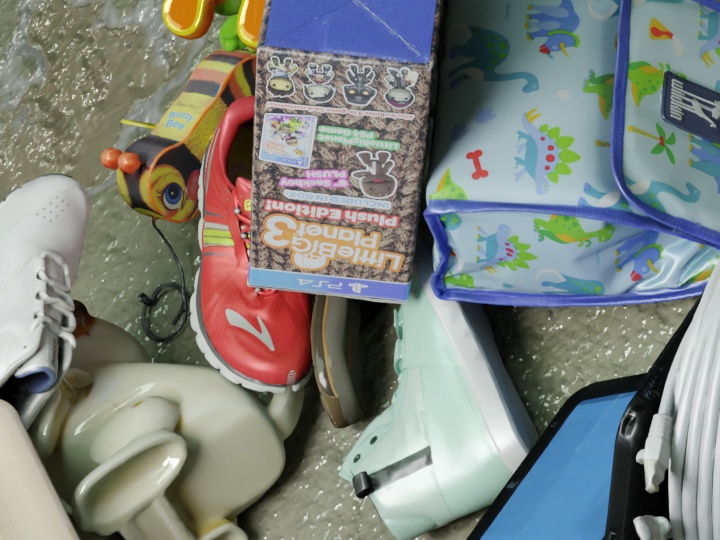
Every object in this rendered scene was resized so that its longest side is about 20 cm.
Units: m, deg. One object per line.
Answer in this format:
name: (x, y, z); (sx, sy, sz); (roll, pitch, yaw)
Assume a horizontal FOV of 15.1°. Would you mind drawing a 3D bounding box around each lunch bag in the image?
lunch bag: (0.142, -0.074, 1.557); (0.199, 0.128, 0.171); (4, 59, 6)

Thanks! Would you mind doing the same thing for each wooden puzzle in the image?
wooden puzzle: (-0.242, 0.178, 1.615); (0.200, 0.186, 0.046); (-17, 11, 46)

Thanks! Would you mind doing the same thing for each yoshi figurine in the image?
yoshi figurine: (-0.043, -0.156, 1.747); (0.112, 0.200, 0.113); (-34, 79, 25)

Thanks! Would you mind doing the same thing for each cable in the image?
cable: (0.215, 0.063, 1.359); (0.069, 0.200, 0.201); (13, 81, 27)

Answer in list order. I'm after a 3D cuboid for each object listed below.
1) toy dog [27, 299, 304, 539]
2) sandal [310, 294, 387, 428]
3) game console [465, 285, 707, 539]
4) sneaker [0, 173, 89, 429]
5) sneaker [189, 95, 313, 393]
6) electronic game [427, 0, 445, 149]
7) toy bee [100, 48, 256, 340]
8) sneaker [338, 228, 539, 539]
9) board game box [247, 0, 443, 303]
toy dog: (-0.151, 0.095, 1.700); (0.194, 0.140, 0.200); (-50, 42, -9)
sandal: (0.000, 0.000, 1.675); (0.054, 0.082, 0.201); (-8, 60, 13)
game console: (0.131, 0.073, 1.432); (0.116, 0.176, 0.200); (19, 42, 21)
sneaker: (-0.202, 0.035, 1.655); (0.087, 0.074, 0.201); (1, 68, 46)
sneaker: (-0.067, -0.020, 1.669); (0.085, 0.077, 0.201); (108, 156, -56)
electronic game: (0.095, -0.163, 1.716); (0.199, 0.042, 0.201); (-16, 63, 34)
toy bee: (-0.114, -0.072, 1.792); (0.130, 0.109, 0.201); (-10, 58, 34)
sneaker: (0.024, 0.066, 1.607); (0.118, 0.074, 0.201); (-32, 50, 13)
board game box: (-0.006, -0.108, 1.553); (0.096, 0.200, 0.160); (7, 51, 1)
